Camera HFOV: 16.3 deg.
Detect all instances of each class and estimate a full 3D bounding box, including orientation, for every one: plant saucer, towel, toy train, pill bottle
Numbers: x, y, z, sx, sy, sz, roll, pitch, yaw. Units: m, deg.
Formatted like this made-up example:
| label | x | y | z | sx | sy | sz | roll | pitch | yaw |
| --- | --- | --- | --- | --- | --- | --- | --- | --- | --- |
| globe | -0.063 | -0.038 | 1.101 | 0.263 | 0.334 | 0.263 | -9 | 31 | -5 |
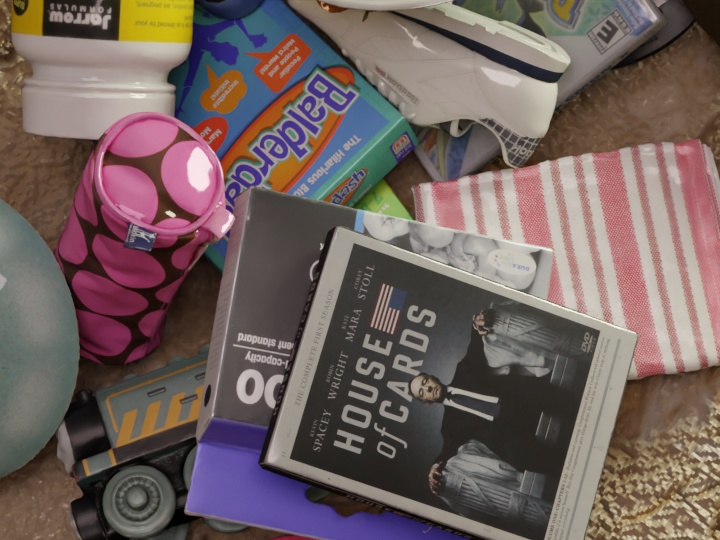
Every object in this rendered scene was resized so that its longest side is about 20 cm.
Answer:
| label | x | y | z | sx | sy | sz | roll | pitch | yaw |
| --- | --- | --- | --- | --- | --- | --- | --- | --- | --- |
| plant saucer | -0.272 | 0.042 | 1.564 | 0.199 | 0.039 | 0.203 | 3 | 101 | 17 |
| towel | 0.139 | 0.002 | 1.589 | 0.198 | 0.030 | 0.148 | -9 | 78 | -5 |
| toy train | -0.095 | 0.103 | 1.578 | 0.199 | 0.085 | 0.115 | -20 | 68 | -2 |
| pill bottle | -0.158 | -0.184 | 1.554 | 0.113 | 0.114 | 0.202 | 3 | 96 | 7 |

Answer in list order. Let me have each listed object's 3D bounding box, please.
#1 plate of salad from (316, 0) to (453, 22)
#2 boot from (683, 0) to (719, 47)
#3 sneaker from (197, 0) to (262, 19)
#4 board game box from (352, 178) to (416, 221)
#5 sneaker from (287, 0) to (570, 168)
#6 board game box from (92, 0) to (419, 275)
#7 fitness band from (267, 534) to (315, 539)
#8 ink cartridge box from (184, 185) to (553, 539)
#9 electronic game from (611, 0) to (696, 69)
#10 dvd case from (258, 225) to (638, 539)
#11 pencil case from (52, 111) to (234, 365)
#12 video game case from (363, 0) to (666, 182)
| label | x | y | z | sx | sy | sz | roll | pitch | yaw |
| --- | --- | --- | --- | --- | --- | --- | --- | --- | --- |
| plate of salad | 0.036 | -0.218 | 1.559 | 0.198 | 0.048 | 0.201 | -8 | 43 | 8 |
| boot | 0.298 | -0.173 | 1.599 | 0.154 | 0.072 | 0.201 | -36 | 96 | -19 |
| sneaker | -0.087 | -0.265 | 1.602 | 0.070 | 0.078 | 0.202 | 3 | 83 | 20 |
| board game box | 0.000 | 0.000 | 1.617 | 0.095 | 0.030 | 0.200 | -36 | 74 | -2 |
| sneaker | 0.032 | -0.135 | 1.592 | 0.199 | 0.076 | 0.081 | 25 | 107 | 23 |
| board game box | -0.084 | -0.099 | 1.620 | 0.152 | 0.045 | 0.200 | -44 | 65 | -5 |
| fitness band | -0.055 | 0.257 | 1.560 | 0.143 | 0.037 | 0.200 | 38 | 85 | 12 |
| ink cartridge box | 0.006 | 0.066 | 1.520 | 0.197 | 0.043 | 0.202 | 11 | 79 | -10 |
| electronic game | 0.147 | -0.228 | 1.644 | 0.198 | 0.042 | 0.202 | -2 | 82 | 12 |
| dvd case | 0.054 | 0.076 | 1.495 | 0.199 | 0.025 | 0.151 | 19 | 76 | -11 |
| pencil case | -0.140 | -0.011 | 1.551 | 0.093 | 0.200 | 0.091 | 29 | 61 | -2 |
| video game case | 0.070 | -0.183 | 1.624 | 0.182 | 0.022 | 0.201 | -38 | 76 | 17 |
